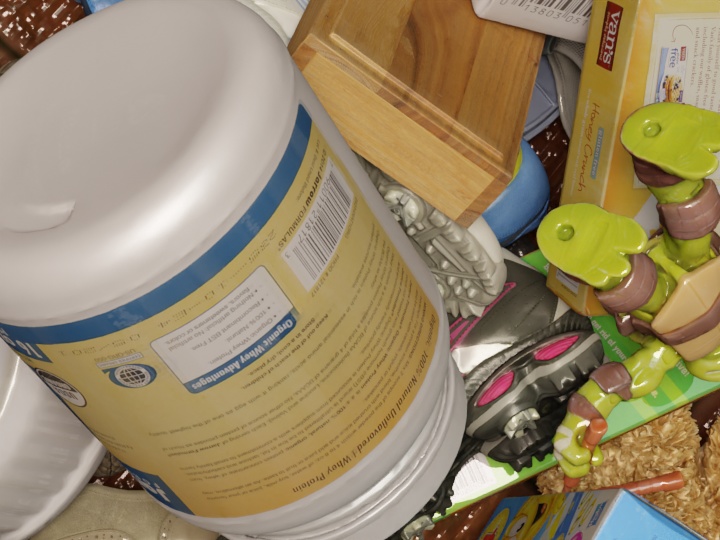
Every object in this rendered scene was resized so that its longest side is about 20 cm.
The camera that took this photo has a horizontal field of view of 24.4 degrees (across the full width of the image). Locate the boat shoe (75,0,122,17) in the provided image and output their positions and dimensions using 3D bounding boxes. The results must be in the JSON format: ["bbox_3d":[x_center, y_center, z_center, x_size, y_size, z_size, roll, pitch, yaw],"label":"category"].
[{"bbox_3d":[-0.101,-0.116,0.781,0.084,0.069,0.202,-5,90,-10],"label":"boat shoe"}]

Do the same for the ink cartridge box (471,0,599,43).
[{"bbox_3d":[0.112,-0.189,0.773,0.160,0.050,0.201,9,57,-27],"label":"ink cartridge box"}]

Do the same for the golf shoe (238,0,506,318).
[{"bbox_3d":[0.002,-0.072,0.724,0.200,0.078,0.097,45,59,0],"label":"golf shoe"}]

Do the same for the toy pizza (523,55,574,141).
[{"bbox_3d":[0.031,-0.150,0.825,0.199,0.032,0.202,1,86,-16],"label":"toy pizza"}]

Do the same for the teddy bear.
[{"bbox_3d":[0.134,0.113,0.810,0.144,0.067,0.202,-4,86,-9],"label":"teddy bear"}]

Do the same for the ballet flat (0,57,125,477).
[{"bbox_3d":[-0.136,-0.003,0.775,0.067,0.046,0.201,-9,88,-12],"label":"ballet flat"}]

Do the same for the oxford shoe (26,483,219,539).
[{"bbox_3d":[-0.137,0.142,0.766,0.199,0.071,0.075,-12,62,-10],"label":"oxford shoe"}]

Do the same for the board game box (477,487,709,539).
[{"bbox_3d":[0.051,0.187,0.669,0.056,0.196,0.201,33,78,-2],"label":"board game box"}]

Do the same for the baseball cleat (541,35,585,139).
[{"bbox_3d":[0.172,-0.068,0.827,0.199,0.070,0.107,35,80,-10],"label":"baseball cleat"}]

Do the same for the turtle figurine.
[{"bbox_3d":[0.137,0.000,0.675,0.200,0.161,0.064,-38,50,1],"label":"turtle figurine"}]

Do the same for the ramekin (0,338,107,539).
[{"bbox_3d":[-0.204,0.030,0.704,0.199,0.105,0.202,-1,83,6],"label":"ramekin"}]

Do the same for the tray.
[{"bbox_3d":[0.032,-0.113,0.724,0.098,0.037,0.201,34,38,-12],"label":"tray"}]

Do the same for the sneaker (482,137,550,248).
[{"bbox_3d":[0.000,0.000,0.794,0.199,0.079,0.066,-28,52,4],"label":"sneaker"}]

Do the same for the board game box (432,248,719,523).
[{"bbox_3d":[0.098,0.037,0.787,0.199,0.030,0.096,-25,79,-2],"label":"board game box"}]

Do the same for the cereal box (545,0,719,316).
[{"bbox_3d":[0.186,-0.054,0.736,0.199,0.040,0.145,-1,111,-24],"label":"cereal box"}]

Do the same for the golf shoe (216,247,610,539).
[{"bbox_3d":[0.015,0.070,0.743,0.199,0.077,0.088,-31,62,-10],"label":"golf shoe"}]

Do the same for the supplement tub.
[{"bbox_3d":[-0.052,0.010,0.636,0.145,0.144,0.200,-44,132,-11],"label":"supplement tub"}]
